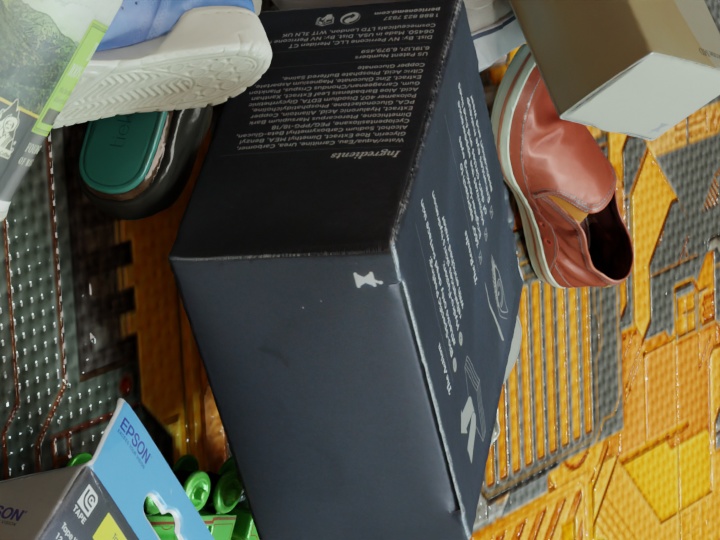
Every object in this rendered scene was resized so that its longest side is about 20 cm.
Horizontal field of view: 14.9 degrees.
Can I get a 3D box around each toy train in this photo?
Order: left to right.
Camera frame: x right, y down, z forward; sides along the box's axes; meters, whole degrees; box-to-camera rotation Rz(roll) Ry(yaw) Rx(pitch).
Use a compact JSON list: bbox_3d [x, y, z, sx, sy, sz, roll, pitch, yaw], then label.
[{"bbox_3d":[-0.088,0.124,1.398,0.200,0.042,0.057,7,99,-58],"label":"toy train"}]

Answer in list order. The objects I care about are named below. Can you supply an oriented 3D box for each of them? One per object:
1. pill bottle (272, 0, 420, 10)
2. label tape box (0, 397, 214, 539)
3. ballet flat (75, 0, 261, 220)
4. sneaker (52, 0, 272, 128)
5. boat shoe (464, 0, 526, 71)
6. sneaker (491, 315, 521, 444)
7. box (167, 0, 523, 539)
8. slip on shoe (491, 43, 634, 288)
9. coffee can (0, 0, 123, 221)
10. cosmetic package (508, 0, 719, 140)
[{"bbox_3d":[0.028,-0.218,1.472,0.200,0.106,0.106,-60,140,-35],"label":"pill bottle"},{"bbox_3d":[-0.149,0.176,1.277,0.200,0.066,0.143,-60,140,-33],"label":"label tape box"},{"bbox_3d":[-0.087,-0.119,1.348,0.201,0.068,0.068,-69,156,-6],"label":"ballet flat"},{"bbox_3d":[-0.144,-0.128,1.248,0.199,0.077,0.112,-9,64,-30],"label":"sneaker"},{"bbox_3d":[0.053,-0.145,1.570,0.200,0.071,0.070,-34,95,-47],"label":"boat shoe"},{"bbox_3d":[0.049,0.074,1.569,0.200,0.081,0.077,-39,124,-51],"label":"sneaker"},{"bbox_3d":[0.000,0.000,1.387,0.200,0.117,0.197,-75,157,-47],"label":"box"},{"bbox_3d":[0.125,-0.061,1.674,0.074,0.061,0.200,-60,147,-32],"label":"slip on shoe"},{"bbox_3d":[-0.157,-0.141,1.090,0.146,0.146,0.200,26,95,-56],"label":"coffee can"},{"bbox_3d":[0.130,-0.181,1.573,0.105,0.071,0.201,7,55,-53],"label":"cosmetic package"}]
